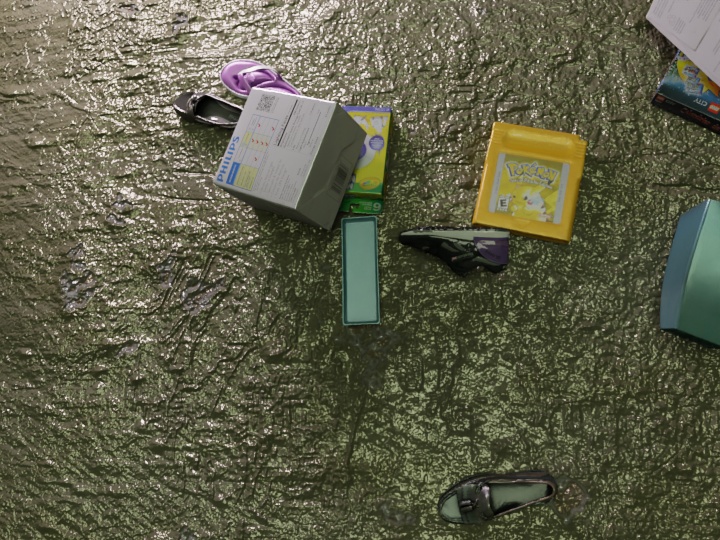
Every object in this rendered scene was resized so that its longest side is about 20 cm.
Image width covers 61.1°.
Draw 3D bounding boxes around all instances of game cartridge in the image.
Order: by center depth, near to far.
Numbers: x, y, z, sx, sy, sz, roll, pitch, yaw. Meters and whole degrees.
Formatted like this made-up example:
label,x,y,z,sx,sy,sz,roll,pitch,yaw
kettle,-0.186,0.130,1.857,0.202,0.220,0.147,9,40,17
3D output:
label,x,y,z,sx,sy,sz,roll,pitch,yaw
game cartridge,0.307,-0.161,1.105,0.174,0.032,0.203,11,81,11

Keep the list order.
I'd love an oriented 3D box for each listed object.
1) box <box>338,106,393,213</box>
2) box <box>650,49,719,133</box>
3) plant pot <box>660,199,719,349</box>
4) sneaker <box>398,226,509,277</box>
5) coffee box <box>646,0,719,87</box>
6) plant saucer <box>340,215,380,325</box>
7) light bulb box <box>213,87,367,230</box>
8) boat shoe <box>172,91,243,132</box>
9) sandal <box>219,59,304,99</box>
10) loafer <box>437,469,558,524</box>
label,x,y,z,sx,sy,sz,roll,pitch,yaw
box,-0.004,-0.209,1.158,0.116,0.048,0.203,4,79,11
box,0.643,-0.320,1.084,0.199,0.038,0.138,30,83,14
plant pot,0.566,0.016,0.972,0.140,0.141,0.202,22,89,13
sneaker,0.161,-0.032,1.079,0.197,0.076,0.089,3,98,20
coffee box,0.646,-0.472,1.007,0.196,0.200,0.201,-29,67,-12
plant saucer,0.000,0.000,1.124,0.069,0.019,0.203,-3,78,8
light bulb box,-0.126,-0.203,1.104,0.198,0.125,0.201,19,85,30
boat shoe,-0.296,-0.323,1.223,0.198,0.057,0.068,21,81,13
sandal,-0.197,-0.377,1.223,0.201,0.050,0.083,26,82,14
loafer,0.219,0.363,0.984,0.197,0.063,0.073,-16,75,5
